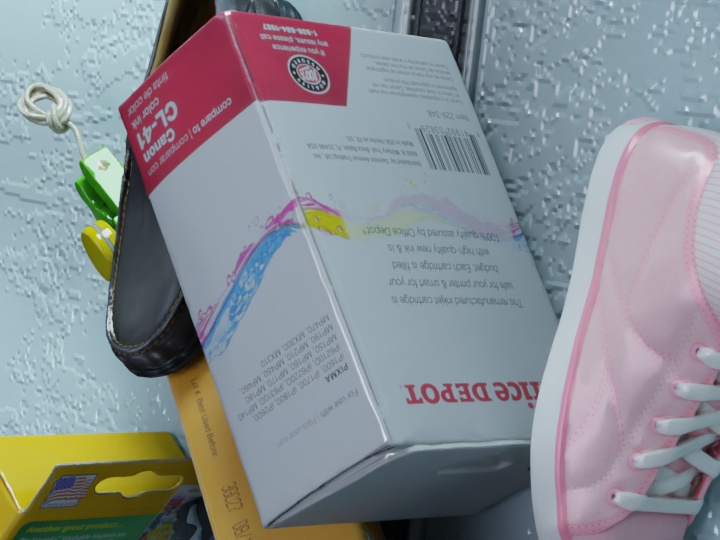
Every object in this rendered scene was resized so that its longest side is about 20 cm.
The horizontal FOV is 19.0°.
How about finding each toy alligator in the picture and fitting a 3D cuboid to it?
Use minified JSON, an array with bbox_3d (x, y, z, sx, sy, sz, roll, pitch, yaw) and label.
[{"bbox_3d":[-0.110,-0.019,1.073,0.200,0.059,0.054,46,158,33],"label":"toy alligator"}]

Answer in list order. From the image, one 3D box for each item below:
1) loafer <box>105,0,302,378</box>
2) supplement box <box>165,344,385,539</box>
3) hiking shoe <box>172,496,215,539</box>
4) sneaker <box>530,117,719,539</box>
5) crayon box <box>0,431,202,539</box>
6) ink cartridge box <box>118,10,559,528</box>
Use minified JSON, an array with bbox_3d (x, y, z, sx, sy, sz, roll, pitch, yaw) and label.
[{"bbox_3d":[-0.086,-0.051,0.992,0.072,0.072,0.202,-3,64,32],"label":"loafer"},{"bbox_3d":[-0.027,0.113,0.940,0.066,0.069,0.201,-25,53,6],"label":"supplement box"},{"bbox_3d":[-0.023,0.178,0.984,0.086,0.075,0.201,-23,51,-7],"label":"hiking shoe"},{"bbox_3d":[0.132,0.043,0.837,0.104,0.075,0.202,9,90,46],"label":"sneaker"},{"bbox_3d":[-0.161,0.144,1.060,0.200,0.125,0.052,-53,57,26],"label":"crayon box"},{"bbox_3d":[0.000,0.000,0.909,0.085,0.147,0.201,-33,66,36],"label":"ink cartridge box"}]
